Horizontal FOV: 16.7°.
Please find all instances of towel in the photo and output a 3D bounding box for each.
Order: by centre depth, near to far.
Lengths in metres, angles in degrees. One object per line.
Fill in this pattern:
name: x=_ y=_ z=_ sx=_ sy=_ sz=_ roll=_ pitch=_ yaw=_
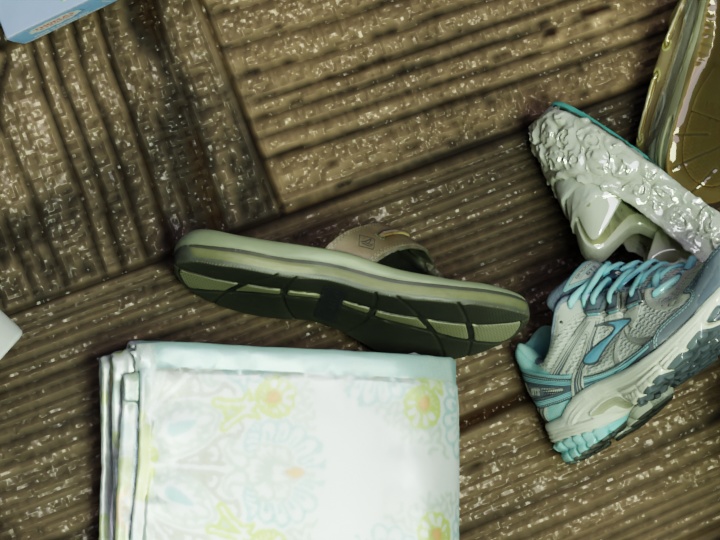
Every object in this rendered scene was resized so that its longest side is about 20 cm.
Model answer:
towel: x=-0.043 y=0.125 z=1.303 sx=0.199 sy=0.048 sz=0.172 roll=3 pitch=82 yaw=-16

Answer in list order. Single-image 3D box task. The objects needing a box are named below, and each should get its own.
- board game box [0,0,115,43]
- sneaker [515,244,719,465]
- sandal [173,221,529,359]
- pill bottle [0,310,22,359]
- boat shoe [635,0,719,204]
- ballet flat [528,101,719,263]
board game box: x=-0.155 y=-0.244 z=1.308 sx=0.151 sy=0.037 sz=0.201 roll=-23 pitch=87 yaw=12
sneaker: x=0.140 y=0.028 z=1.299 sx=0.077 sy=0.200 sz=0.087 roll=-27 pitch=76 yaw=-39
sandal: x=-0.001 y=-0.001 z=1.325 sx=0.200 sy=0.080 sz=0.058 roll=15 pitch=62 yaw=-13
pill bottle: x=-0.273 y=0.000 z=1.221 sx=0.200 sy=0.113 sz=0.113 roll=43 pitch=71 yaw=-5
boat shoe: x=0.205 y=-0.138 z=1.399 sx=0.074 sy=0.066 sz=0.201 roll=26 pitch=85 yaw=-25
ballet flat: x=0.161 y=-0.019 z=1.349 sx=0.200 sy=0.072 sz=0.072 roll=35 pitch=70 yaw=19
